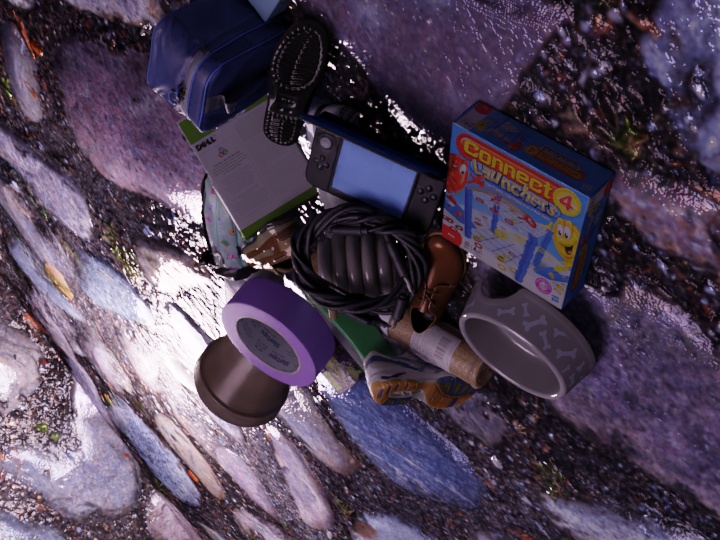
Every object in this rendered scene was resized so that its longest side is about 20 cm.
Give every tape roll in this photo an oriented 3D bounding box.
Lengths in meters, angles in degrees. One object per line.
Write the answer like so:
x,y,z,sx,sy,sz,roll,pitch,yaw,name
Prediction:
-0.015,0.099,1.600,0.201,0.048,0.201,49,172,9,tape roll
-0.142,0.107,1.647,0.199,0.066,0.201,27,147,19,tape roll

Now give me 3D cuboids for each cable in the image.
-0.007,-0.014,1.351,0.198,0.051,0.164,28,115,4,cable

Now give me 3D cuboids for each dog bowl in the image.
0.219,0.098,1.305,0.199,0.059,0.201,36,161,14,dog bowl

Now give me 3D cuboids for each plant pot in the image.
-0.209,0.183,1.901,0.200,0.200,0.174,45,132,7,plant pot

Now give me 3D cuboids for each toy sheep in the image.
0.000,0.000,1.453,0.138,0.197,0.140,-8,-90,-90,toy sheep

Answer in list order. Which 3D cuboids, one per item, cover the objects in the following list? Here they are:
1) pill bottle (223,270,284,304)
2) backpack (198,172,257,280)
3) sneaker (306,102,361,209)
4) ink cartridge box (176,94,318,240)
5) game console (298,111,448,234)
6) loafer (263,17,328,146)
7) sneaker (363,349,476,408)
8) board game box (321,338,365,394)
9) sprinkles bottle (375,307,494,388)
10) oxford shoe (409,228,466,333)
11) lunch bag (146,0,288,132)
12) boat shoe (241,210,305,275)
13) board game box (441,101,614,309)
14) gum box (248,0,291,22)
-0.195,0.030,1.763,0.112,0.112,0.201,35,146,22,pill bottle
-0.193,-0.100,1.603,0.125,0.168,0.202,15,135,16,backpack
-0.017,-0.146,1.389,0.080,0.077,0.202,10,134,34,sneaker
-0.167,-0.171,1.468,0.201,0.147,0.076,59,175,-2,ink cartridge box
0.009,-0.124,1.275,0.198,0.119,0.172,25,131,8,game console
-0.093,-0.273,1.345,0.072,0.072,0.201,21,131,-6,loafer
0.096,0.161,1.508,0.076,0.198,0.089,-58,39,32,sneaker
-0.054,0.166,1.762,0.120,0.032,0.200,45,164,2,board game box
0.116,0.109,1.488,0.199,0.068,0.069,29,144,31,sprinkles bottle
0.108,0.021,1.389,0.071,0.072,0.201,19,141,11,oxford shoe
-0.194,-0.290,1.334,0.132,0.200,0.136,39,143,12,lunch bag
-0.132,-0.026,1.486,0.074,0.075,0.200,58,160,3,boat shoe
0.199,-0.079,1.191,0.199,0.056,0.197,33,146,26,board game box
-0.128,-0.445,1.231,0.170,0.044,0.200,51,150,-2,gum box
